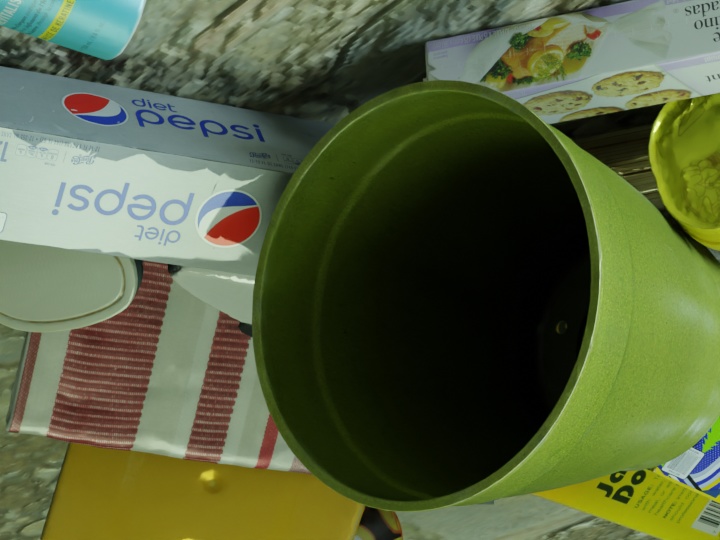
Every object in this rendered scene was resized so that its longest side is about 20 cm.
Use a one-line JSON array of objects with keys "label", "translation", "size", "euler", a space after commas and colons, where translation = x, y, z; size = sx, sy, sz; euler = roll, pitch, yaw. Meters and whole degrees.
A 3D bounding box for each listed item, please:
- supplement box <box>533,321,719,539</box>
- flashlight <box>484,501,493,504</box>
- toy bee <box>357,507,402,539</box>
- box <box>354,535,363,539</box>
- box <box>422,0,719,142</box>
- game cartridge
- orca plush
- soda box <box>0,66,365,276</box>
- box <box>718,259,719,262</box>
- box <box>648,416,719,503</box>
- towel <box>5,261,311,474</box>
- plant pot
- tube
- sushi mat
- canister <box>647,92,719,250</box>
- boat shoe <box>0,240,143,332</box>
[{"label": "supplement box", "translation": [0.151, 0.075, 1.485], "size": [0.200, 0.109, 0.110], "euler": [22, 107, -40]}, {"label": "flashlight", "translation": [0.148, 0.125, 1.683], "size": [0.200, 0.068, 0.068], "euler": [-5, 157, 4]}, {"label": "toy bee", "translation": [-0.010, 0.162, 1.696], "size": [0.200, 0.131, 0.109], "euler": [10, 136, 15]}, {"label": "box", "translation": [-0.073, 0.180, 1.613], "size": [0.200, 0.048, 0.122], "euler": [40, 124, -17]}, {"label": "box", "translation": [0.130, -0.103, 1.236], "size": [0.200, 0.039, 0.041], "euler": [-9, 154, 16]}, {"label": "game cartridge", "translation": [-0.083, 0.118, 1.505], "size": [0.176, 0.200, 0.032], "euler": [19, -166, 2]}, {"label": "orca plush", "translation": [0.000, 0.000, 1.383], "size": [0.200, 0.071, 0.105], "euler": [12, 157, -2]}, {"label": "soda box", "translation": [-0.105, -0.047, 1.284], "size": [0.200, 0.068, 0.063], "euler": [8, 119, -21]}, {"label": "box", "translation": [0.242, 0.047, 1.443], "size": [0.200, 0.156, 0.041], "euler": [24, 102, -42]}, {"label": "box", "translation": [0.218, 0.097, 1.420], "size": [0.200, 0.070, 0.064], "euler": [26, 100, -41]}, {"label": "towel", "translation": [-0.084, 0.035, 1.421], "size": [0.200, 0.144, 0.023], "euler": [9, -166, -19]}, {"label": "plant pot", "translation": [0.084, 0.026, 1.264], "size": [0.200, 0.200, 0.193], "euler": [-20, 159, 34]}, {"label": "tube", "translation": [-0.192, -0.145, 1.130], "size": [0.200, 0.050, 0.077], "euler": [16, 137, -24]}, {"label": "sushi mat", "translation": [0.130, -0.051, 1.375], "size": [0.200, 0.012, 0.096], "euler": [-11, 151, 18]}, {"label": "canister", "translation": [0.254, -0.041, 1.310], "size": [0.148, 0.087, 0.200], "euler": [-26, 149, 22]}, {"label": "boat shoe", "translation": [-0.196, -0.008, 1.351], "size": [0.200, 0.075, 0.062], "euler": [-1, -168, 25]}]
